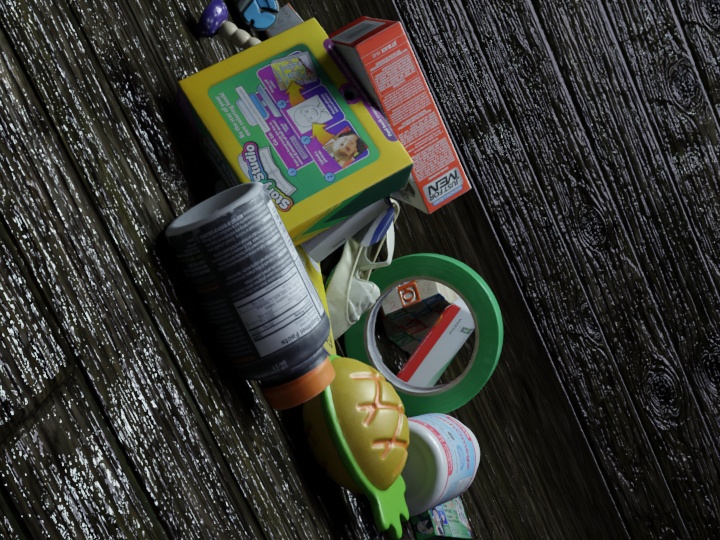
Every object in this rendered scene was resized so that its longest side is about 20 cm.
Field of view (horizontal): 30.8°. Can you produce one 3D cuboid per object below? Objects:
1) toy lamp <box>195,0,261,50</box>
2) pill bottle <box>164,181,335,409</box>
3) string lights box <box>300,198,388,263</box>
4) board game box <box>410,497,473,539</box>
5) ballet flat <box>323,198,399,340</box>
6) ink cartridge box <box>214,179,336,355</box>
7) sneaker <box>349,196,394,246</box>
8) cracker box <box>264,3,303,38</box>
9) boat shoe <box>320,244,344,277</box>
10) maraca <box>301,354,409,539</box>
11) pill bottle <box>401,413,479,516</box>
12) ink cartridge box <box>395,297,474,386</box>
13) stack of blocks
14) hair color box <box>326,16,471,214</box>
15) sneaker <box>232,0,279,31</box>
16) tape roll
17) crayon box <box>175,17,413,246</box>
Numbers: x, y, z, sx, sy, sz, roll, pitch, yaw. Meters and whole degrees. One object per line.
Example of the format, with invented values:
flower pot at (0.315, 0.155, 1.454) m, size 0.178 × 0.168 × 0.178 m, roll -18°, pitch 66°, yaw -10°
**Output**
toy lamp at (-0.101, -0.249, 1.557) m, size 0.199 × 0.059 × 0.058 m, roll 35°, pitch 12°, yaw 5°
pill bottle at (-0.095, 0.028, 1.225) m, size 0.106 × 0.105 × 0.202 m, roll -73°, pitch 140°, yaw -70°
string lights box at (-0.070, -0.121, 1.438) m, size 0.201 × 0.102 × 0.059 m, roll 53°, pitch 2°, yaw 14°
board game box at (0.095, 0.295, 1.740) m, size 0.200 × 0.029 × 0.136 m, roll 35°, pitch 34°, yaw -67°
ballet flat at (0.000, 0.000, 1.551) m, size 0.069 × 0.069 × 0.202 m, roll 45°, pitch 58°, yaw -58°
ink cartridge box at (-0.086, 0.025, 1.412) m, size 0.198 × 0.047 × 0.202 m, roll 53°, pitch 17°, yaw -51°
sneaker at (-0.016, -0.123, 1.527) m, size 0.200 × 0.081 × 0.115 m, roll 49°, pitch 26°, yaw 22°
cracker box at (-0.065, -0.279, 1.861) m, size 0.134 × 0.057 × 0.201 m, roll 58°, pitch 0°, yaw -40°
boat shoe at (-0.055, -0.026, 1.589) m, size 0.201 × 0.071 × 0.067 m, roll 60°, pitch 38°, yaw -60°
maraca at (0.004, 0.183, 1.371) m, size 0.202 × 0.106 × 0.137 m, roll 66°, pitch 20°, yaw -8°
pill bottle at (0.078, 0.228, 1.561) m, size 0.200 × 0.108 × 0.110 m, roll 5°, pitch 63°, yaw -69°
ink cartridge box at (0.100, 0.115, 1.775) m, size 0.050 × 0.162 × 0.200 m, roll 36°, pitch 10°, yaw 5°
stack of blocks at (0.086, 0.055, 1.913) m, size 0.200 × 0.114 × 0.059 m, roll 39°, pitch 30°, yaw -63°
hair color box at (0.039, -0.171, 1.424) m, size 0.202 × 0.063 × 0.111 m, roll 66°, pitch -13°, yaw -22°
sneaker at (-0.171, -0.422, 1.785) m, size 0.082 × 0.072 × 0.202 m, roll -134°, pitch -155°, yaw -80°
tape roll at (0.079, 0.080, 1.647) m, size 0.203 × 0.198 × 0.048 m, roll 68°, pitch 13°, yaw 1°
crayon box at (-0.070, -0.141, 1.364) m, size 0.201 × 0.171 × 0.058 m, roll 56°, pitch -19°, yaw 15°
